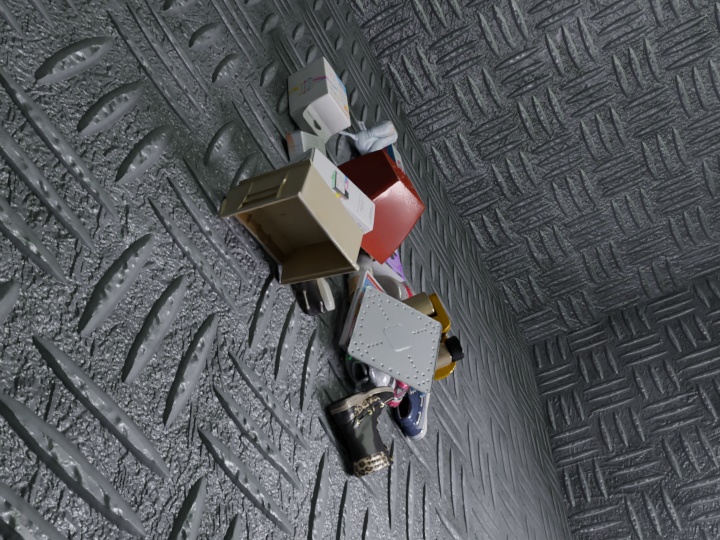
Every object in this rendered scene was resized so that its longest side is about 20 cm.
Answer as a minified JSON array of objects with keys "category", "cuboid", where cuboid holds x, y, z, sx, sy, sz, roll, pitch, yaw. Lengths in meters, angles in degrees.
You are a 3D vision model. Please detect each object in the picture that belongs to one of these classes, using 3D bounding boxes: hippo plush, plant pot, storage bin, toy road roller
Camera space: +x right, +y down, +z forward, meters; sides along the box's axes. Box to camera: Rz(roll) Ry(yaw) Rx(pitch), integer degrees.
[{"category":"hippo plush","cuboid":[0.058,-0.389,2.082,0.200,0.158,0.162,24,45,-64]},{"category":"plant pot","cuboid":[0.039,-0.175,1.567,0.200,0.176,0.201,40,19,-42]},{"category":"storage bin","cuboid":[-0.125,-0.080,1.158,0.200,0.197,0.094,50,41,-38]},{"category":"toy road roller","cuboid":[0.156,0.167,1.531,0.146,0.122,0.201,84,-16,-69]}]

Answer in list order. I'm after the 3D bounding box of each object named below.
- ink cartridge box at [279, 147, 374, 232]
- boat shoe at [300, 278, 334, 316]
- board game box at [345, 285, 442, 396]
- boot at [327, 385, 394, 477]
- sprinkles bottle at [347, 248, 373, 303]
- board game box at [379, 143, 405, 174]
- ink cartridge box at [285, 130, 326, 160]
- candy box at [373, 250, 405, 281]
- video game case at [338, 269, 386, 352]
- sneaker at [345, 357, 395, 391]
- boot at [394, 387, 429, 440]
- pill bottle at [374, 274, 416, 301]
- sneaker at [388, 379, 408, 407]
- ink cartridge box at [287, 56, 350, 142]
[{"category":"ink cartridge box","cuboid":[-0.087,-0.143,1.352,0.200,0.144,0.085,40,39,-33]},{"category":"boat shoe","cuboid":[-0.111,-0.005,1.309,0.074,0.060,0.202,36,34,-80]},{"category":"board game box","cuboid":[0.076,0.151,1.372,0.199,0.026,0.201,28,44,-10]},{"category":"boot","cuboid":[0.023,0.315,1.261,0.199,0.073,0.152,4,64,-60]},{"category":"sprinkles bottle","cuboid":[0.000,0.000,1.598,0.068,0.068,0.201,52,24,-36]},{"category":"board game box","cuboid":[0.025,-0.238,1.744,0.064,0.199,0.149,44,28,-50]},{"category":"ink cartridge box","cuboid":[-0.125,-0.244,1.616,0.162,0.050,0.202,-14,98,-72]},{"category":"candy box","cuboid":[0.043,-0.074,1.798,0.168,0.071,0.202,38,34,-55]},{"category":"video game case","cuboid":[0.018,0.121,1.469,0.143,0.017,0.201,50,46,-40]},{"category":"sneaker","cuboid":[0.029,0.177,1.392,0.115,0.075,0.202,26,63,-52]},{"category":"boot","cuboid":[0.125,0.308,1.561,0.201,0.072,0.091,-90,156,-49]},{"category":"pill bottle","cuboid":[0.092,0.088,1.675,0.200,0.112,0.113,31,39,-60]},{"category":"sneaker","cuboid":[0.092,0.236,1.517,0.080,0.075,0.201,28,30,-14]},{"category":"ink cartridge box","cuboid":[-0.113,-0.457,1.744,0.129,0.124,0.201,47,26,-45]}]
